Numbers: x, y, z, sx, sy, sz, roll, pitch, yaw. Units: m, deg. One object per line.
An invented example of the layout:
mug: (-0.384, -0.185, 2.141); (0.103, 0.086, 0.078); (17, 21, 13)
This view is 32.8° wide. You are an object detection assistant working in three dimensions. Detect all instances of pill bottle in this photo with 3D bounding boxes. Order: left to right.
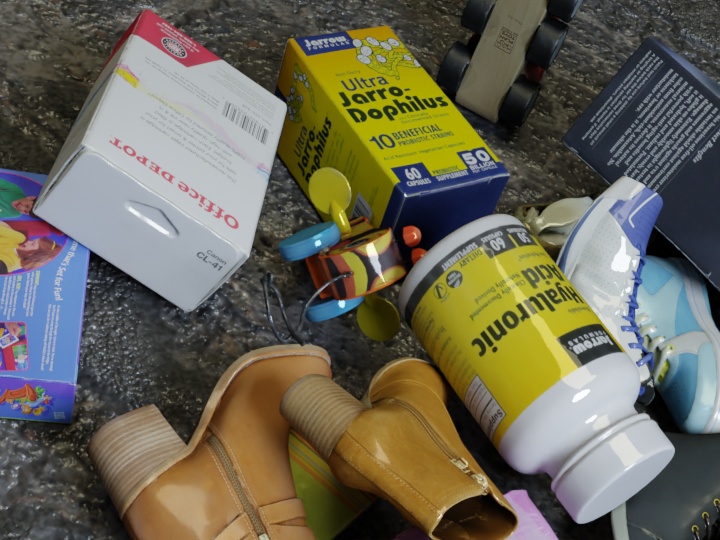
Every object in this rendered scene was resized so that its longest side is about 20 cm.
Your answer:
pill bottle: (0.121, 0.068, 0.841); (0.111, 0.112, 0.201); (-18, 59, -33)

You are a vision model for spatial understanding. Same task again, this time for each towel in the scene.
towel: (-0.051, 0.159, 0.833); (0.086, 0.018, 0.200); (36, 46, 23)

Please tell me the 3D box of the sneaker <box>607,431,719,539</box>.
sneaker: (0.226, 0.184, 0.842); (0.105, 0.075, 0.201); (-6, 43, 9)

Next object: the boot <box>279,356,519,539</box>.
boot: (0.047, 0.123, 0.791); (0.144, 0.071, 0.201); (37, 14, 27)

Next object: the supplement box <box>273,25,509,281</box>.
supplement box: (0.017, -0.101, 1.042); (0.108, 0.110, 0.201); (-14, 53, -31)

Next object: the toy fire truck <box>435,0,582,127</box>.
toy fire truck: (0.158, -0.264, 1.216); (0.128, 0.177, 0.200); (29, 34, 10)

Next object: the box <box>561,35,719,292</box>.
box: (0.313, -0.080, 1.069); (0.199, 0.123, 0.199); (49, 20, 25)

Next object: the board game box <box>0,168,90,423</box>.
board game box: (-0.264, 0.010, 0.876); (0.133, 0.045, 0.201); (7, 45, -14)

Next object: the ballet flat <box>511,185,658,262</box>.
ballet flat: (0.203, -0.043, 1.087); (0.199, 0.071, 0.071); (-15, 53, -31)

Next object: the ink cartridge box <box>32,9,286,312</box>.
ink cartridge box: (-0.149, -0.090, 0.950); (0.147, 0.086, 0.201); (34, 37, -19)

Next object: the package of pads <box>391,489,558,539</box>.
package of pads: (0.101, 0.245, 0.760); (0.120, 0.076, 0.201); (-12, 53, -32)

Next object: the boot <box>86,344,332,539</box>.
boot: (-0.061, 0.141, 0.795); (0.199, 0.074, 0.155); (-24, 63, -37)

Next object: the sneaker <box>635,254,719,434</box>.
sneaker: (0.221, 0.055, 0.991); (0.129, 0.080, 0.201); (13, 35, -10)

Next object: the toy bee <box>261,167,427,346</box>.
toy bee: (0.000, 0.000, 0.902); (0.108, 0.132, 0.201); (-19, 33, 8)

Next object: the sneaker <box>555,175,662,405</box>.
sneaker: (0.189, 0.041, 0.933); (0.115, 0.081, 0.200); (33, 86, 20)
